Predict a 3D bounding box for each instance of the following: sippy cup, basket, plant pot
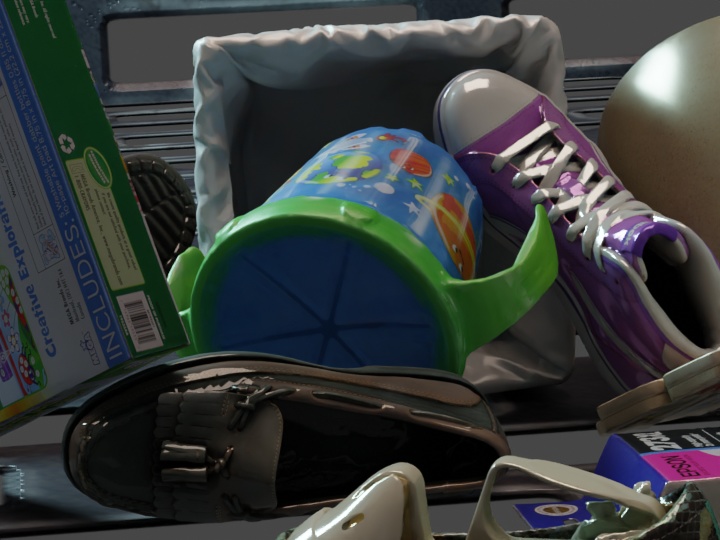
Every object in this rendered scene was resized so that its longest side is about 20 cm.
[{"bbox_3d":[0.000,0.000,1.248,0.177,0.140,0.131,24,35,3],"label":"sippy cup"},{"bbox_3d":[0.008,-0.037,1.401,0.198,0.200,0.161,-4,7,-4],"label":"basket"},{"bbox_3d":[0.221,-0.018,1.347,0.198,0.201,0.135,-1,45,9],"label":"plant pot"}]

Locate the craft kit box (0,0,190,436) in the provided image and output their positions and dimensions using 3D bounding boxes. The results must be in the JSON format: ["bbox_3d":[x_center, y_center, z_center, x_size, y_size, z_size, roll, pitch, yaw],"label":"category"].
[{"bbox_3d":[-0.185,-0.024,1.171,0.197,0.201,0.048,-24,-7,38],"label":"craft kit box"}]

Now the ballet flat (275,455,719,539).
[{"bbox_3d":[0.037,0.101,0.943,0.198,0.075,0.074,-1,9,9],"label":"ballet flat"}]

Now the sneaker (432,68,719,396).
[{"bbox_3d":[0.116,-0.031,1.261,0.072,0.201,0.114,-38,-7,-15],"label":"sneaker"}]

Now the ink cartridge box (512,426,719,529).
[{"bbox_3d":[0.170,0.090,1.085,0.198,0.037,0.095,-6,9,-8],"label":"ink cartridge box"}]

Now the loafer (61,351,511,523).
[{"bbox_3d":[-0.029,0.075,1.127,0.198,0.073,0.063,-3,15,-17],"label":"loafer"}]

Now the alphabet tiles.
[{"bbox_3d":[0.209,0.042,1.207,0.199,0.015,0.195,-10,-13,-38],"label":"alphabet tiles"}]

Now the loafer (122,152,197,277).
[{"bbox_3d":[-0.170,0.008,1.366,0.200,0.073,0.071,-42,18,-29],"label":"loafer"}]
